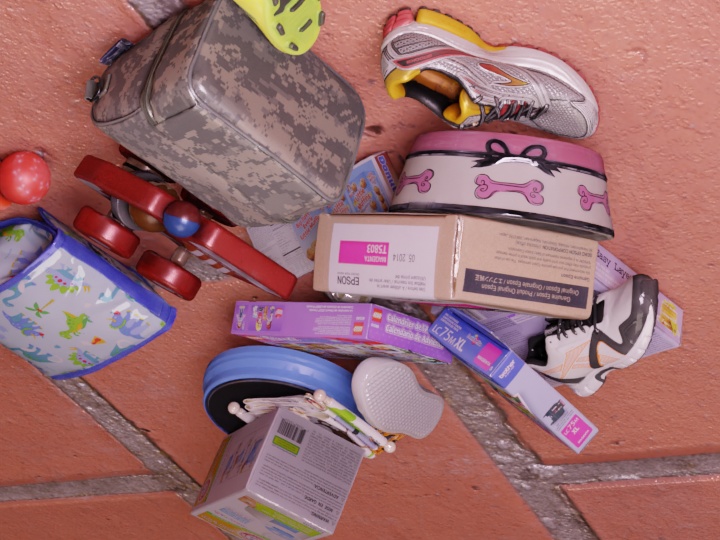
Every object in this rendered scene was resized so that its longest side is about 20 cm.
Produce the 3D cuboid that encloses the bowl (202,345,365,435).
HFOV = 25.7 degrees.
[{"bbox_3d":[-0.084,0.155,1.790,0.201,0.039,0.201,10,147,6],"label":"bowl"}]

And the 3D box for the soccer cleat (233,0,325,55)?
[{"bbox_3d":[-0.097,-0.251,1.283,0.084,0.065,0.200,25,165,41],"label":"soccer cleat"}]

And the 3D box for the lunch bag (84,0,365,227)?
[{"bbox_3d":[-0.122,-0.130,1.384,0.168,0.139,0.200,-22,133,41],"label":"lunch bag"}]

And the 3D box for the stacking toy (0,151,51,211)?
[{"bbox_3d":[-0.406,-0.081,1.612,0.200,0.085,0.085,-12,141,24],"label":"stacking toy"}]

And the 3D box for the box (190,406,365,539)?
[{"bbox_3d":[-0.094,0.235,1.747,0.112,0.101,0.200,29,155,-14],"label":"box"}]

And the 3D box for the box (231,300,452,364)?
[{"bbox_3d":[-0.019,0.065,1.662,0.200,0.039,0.137,0,167,43],"label":"box"}]

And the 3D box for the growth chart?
[{"bbox_3d":[-0.052,0.173,1.728,0.145,0.018,0.200,37,152,-28],"label":"growth chart"}]

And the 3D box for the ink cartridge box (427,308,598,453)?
[{"bbox_3d":[0.146,0.104,1.603,0.200,0.042,0.119,44,175,-37],"label":"ink cartridge box"}]

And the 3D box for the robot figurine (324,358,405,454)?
[{"bbox_3d":[-0.027,0.160,1.868,0.200,0.058,0.145,23,147,-16],"label":"robot figurine"}]

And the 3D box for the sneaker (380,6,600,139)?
[{"bbox_3d":[0.107,-0.147,1.338,0.200,0.082,0.078,17,147,-9],"label":"sneaker"}]

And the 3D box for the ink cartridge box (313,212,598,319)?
[{"bbox_3d":[0.080,-0.005,1.390,0.165,0.075,0.200,7,178,-37],"label":"ink cartridge box"}]

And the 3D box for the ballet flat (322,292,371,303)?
[{"bbox_3d":[0.000,0.000,1.611,0.069,0.069,0.200,20,146,-13],"label":"ballet flat"}]

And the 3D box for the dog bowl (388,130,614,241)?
[{"bbox_3d":[0.127,-0.074,1.388,0.200,0.074,0.200,6,177,0],"label":"dog bowl"}]

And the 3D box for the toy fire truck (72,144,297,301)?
[{"bbox_3d":[-0.168,-0.044,1.495,0.200,0.112,0.168,37,169,-34],"label":"toy fire truck"}]

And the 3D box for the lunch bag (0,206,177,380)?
[{"bbox_3d":[-0.316,0.022,1.690,0.200,0.127,0.170,-11,142,46],"label":"lunch bag"}]

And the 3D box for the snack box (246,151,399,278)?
[{"bbox_3d":[-0.033,-0.047,1.550,0.024,0.072,0.200,-20,176,-46],"label":"snack box"}]

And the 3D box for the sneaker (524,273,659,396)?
[{"bbox_3d":[0.225,0.062,1.539,0.080,0.074,0.200,20,145,-10],"label":"sneaker"}]

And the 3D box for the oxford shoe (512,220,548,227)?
[{"bbox_3d":[0.115,-0.029,1.543,0.200,0.071,0.071,-21,118,32],"label":"oxford shoe"}]

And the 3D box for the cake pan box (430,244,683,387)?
[{"bbox_3d":[0.200,0.045,1.631,0.184,0.052,0.200,35,140,-28],"label":"cake pan box"}]

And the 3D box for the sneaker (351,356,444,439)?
[{"bbox_3d":[0.019,0.131,1.696,0.082,0.074,0.200,25,170,27],"label":"sneaker"}]
